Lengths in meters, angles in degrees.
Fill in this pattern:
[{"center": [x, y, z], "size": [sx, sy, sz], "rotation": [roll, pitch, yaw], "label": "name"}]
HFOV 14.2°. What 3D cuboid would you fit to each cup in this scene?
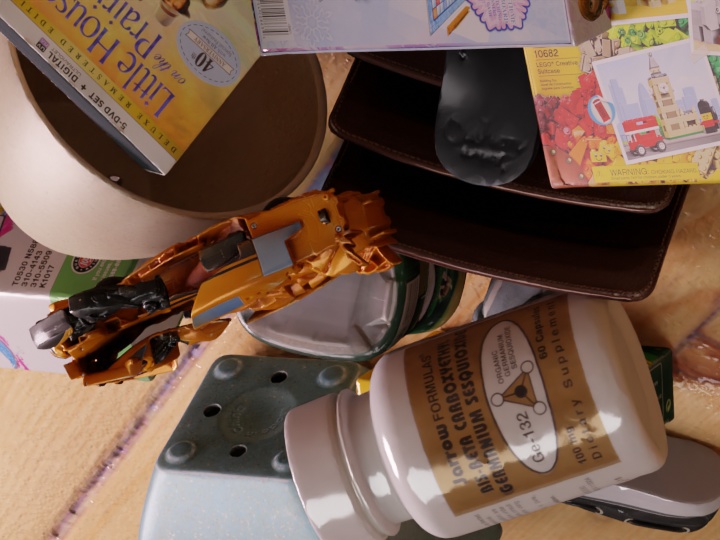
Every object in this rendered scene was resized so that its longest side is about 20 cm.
[{"center": [-0.141, -0.085, 1.663], "size": [0.200, 0.200, 0.143], "rotation": [32, 139, -14], "label": "cup"}]

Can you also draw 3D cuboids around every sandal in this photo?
[{"center": [0.072, -0.143, 1.530], "size": [0.076, 0.043, 0.201], "rotation": [0, 102, 15], "label": "sandal"}]

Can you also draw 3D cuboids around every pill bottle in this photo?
[{"center": [0.064, 0.089, 1.643], "size": [0.200, 0.114, 0.114], "rotation": [-20, 132, 13], "label": "pill bottle"}]

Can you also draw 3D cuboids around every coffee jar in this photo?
[{"center": [0.000, 0.000, 1.732], "size": [0.104, 0.085, 0.200], "rotation": [11, -173, 13], "label": "coffee jar"}]

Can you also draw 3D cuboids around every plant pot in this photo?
[{"center": [-0.042, 0.168, 1.981], "size": [0.195, 0.196, 0.200], "rotation": [3, 133, 26], "label": "plant pot"}]

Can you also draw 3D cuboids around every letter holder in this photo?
[{"center": [0.083, -0.078, 1.609], "size": [0.200, 0.142, 0.101], "rotation": [14, 145, 12], "label": "letter holder"}]

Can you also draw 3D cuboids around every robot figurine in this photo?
[{"center": [-0.083, 0.011, 1.581], "size": [0.200, 0.145, 0.058], "rotation": [-25, 84, 15], "label": "robot figurine"}]

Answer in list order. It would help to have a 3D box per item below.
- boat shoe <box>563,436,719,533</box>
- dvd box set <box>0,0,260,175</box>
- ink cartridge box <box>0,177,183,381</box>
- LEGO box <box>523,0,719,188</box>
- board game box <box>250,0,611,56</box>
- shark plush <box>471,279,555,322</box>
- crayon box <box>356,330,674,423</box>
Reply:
[{"center": [0.146, 0.132, 1.926], "size": [0.200, 0.069, 0.057], "rotation": [16, 146, 6], "label": "boat shoe"}, {"center": [-0.097, -0.173, 1.540], "size": [0.146, 0.200, 0.029], "rotation": [45, 165, -28], "label": "dvd box set"}, {"center": [-0.206, -0.015, 1.853], "size": [0.200, 0.145, 0.084], "rotation": [4, 141, 25], "label": "ink cartridge box"}, {"center": [0.184, -0.125, 1.448], "size": [0.200, 0.077, 0.149], "rotation": [-2, 108, 37], "label": "LEGO box"}, {"center": [0.021, -0.211, 1.456], "size": [0.199, 0.041, 0.200], "rotation": [2, 109, 36], "label": "board game box"}, {"center": [0.090, 0.026, 1.725], "size": [0.091, 0.200, 0.083], "rotation": [35, 180, -1], "label": "shark plush"}, {"center": [0.085, 0.081, 1.835], "size": [0.200, 0.126, 0.052], "rotation": [3, 105, 25], "label": "crayon box"}]
